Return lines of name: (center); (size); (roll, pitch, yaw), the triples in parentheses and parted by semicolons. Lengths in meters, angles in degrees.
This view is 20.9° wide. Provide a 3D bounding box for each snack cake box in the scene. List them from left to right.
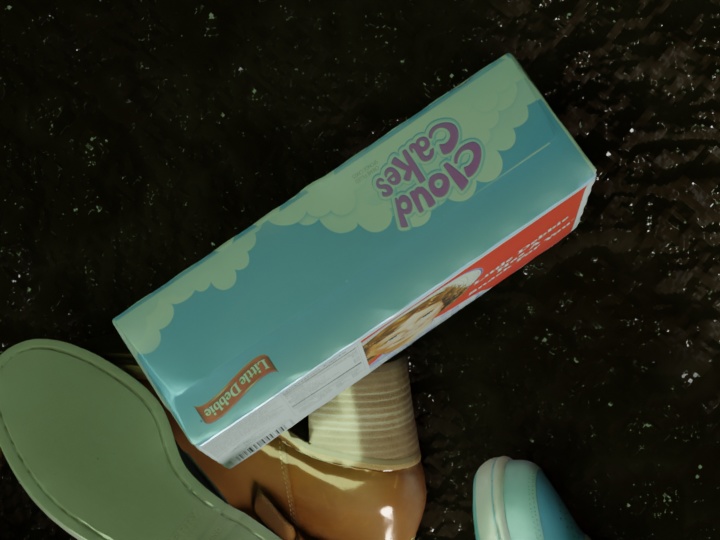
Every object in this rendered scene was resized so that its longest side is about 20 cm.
snack cake box: (0.000, 0.000, 0.843); (0.200, 0.115, 0.067); (-34, 79, -4)

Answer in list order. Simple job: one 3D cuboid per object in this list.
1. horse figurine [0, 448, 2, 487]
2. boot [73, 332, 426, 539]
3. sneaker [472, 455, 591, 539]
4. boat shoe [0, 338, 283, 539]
horse figurine: (-0.253, 0.071, 0.994); (0.199, 0.050, 0.133); (9, 86, 22)
boot: (-0.068, 0.110, 0.946); (0.199, 0.074, 0.155); (4, 106, 18)
sneaker: (0.141, 0.158, 0.893); (0.130, 0.080, 0.201); (-23, 103, 20)
boat shoe: (-0.096, 0.112, 0.886); (0.200, 0.063, 0.073); (40, 66, 17)
